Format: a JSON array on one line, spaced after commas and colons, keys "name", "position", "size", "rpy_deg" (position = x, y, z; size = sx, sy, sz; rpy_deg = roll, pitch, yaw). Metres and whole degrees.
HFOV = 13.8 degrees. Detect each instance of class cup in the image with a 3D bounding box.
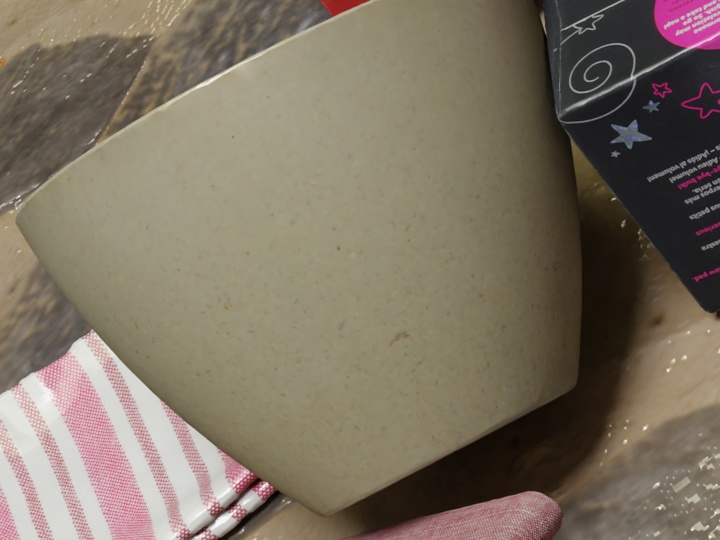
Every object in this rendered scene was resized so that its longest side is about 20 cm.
[{"name": "cup", "position": [0.000, 0.000, 1.039], "size": [0.200, 0.144, 0.200], "rpy_deg": [-28, -4, -2]}]

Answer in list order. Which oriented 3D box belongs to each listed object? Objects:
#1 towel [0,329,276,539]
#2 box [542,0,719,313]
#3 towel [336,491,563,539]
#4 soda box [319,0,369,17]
[{"name": "towel", "position": [-0.076, 0.054, 1.175], "size": [0.200, 0.030, 0.146], "rpy_deg": [-39, 37, 3]}, {"name": "box", "position": [0.175, -0.098, 1.030], "size": [0.199, 0.115, 0.132], "rpy_deg": [-25, 38, 19]}, {"name": "towel", "position": [-0.031, 0.149, 0.966], "size": [0.144, 0.023, 0.200], "rpy_deg": [-20, 20, 48]}, {"name": "soda box", "position": [0.053, -0.191, 1.273], "size": [0.199, 0.070, 0.064], "rpy_deg": [-28, 39, 18]}]
